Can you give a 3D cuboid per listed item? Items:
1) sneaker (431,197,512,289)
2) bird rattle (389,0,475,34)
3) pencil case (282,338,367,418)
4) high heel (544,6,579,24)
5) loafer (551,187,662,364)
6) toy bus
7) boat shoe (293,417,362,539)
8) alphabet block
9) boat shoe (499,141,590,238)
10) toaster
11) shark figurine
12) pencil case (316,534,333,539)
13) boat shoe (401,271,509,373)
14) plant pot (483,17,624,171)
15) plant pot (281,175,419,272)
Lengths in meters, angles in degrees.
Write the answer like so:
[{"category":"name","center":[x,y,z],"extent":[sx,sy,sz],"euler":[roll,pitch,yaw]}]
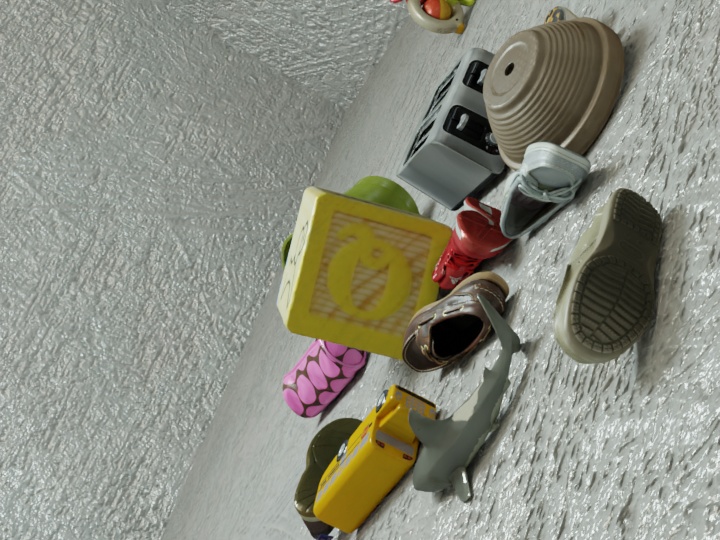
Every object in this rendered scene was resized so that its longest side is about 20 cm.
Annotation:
[{"category":"sneaker","center":[0.138,-0.015,1.610],"extent":[0.200,0.078,0.116],"euler":[-50,-17,-74]},{"category":"bird rattle","center":[0.158,-0.587,2.807],"extent":[0.113,0.198,0.164],"euler":[-54,36,42]},{"category":"pencil case","center":[-0.064,0.162,2.094],"extent":[0.200,0.093,0.091],"euler":[-53,12,47]},{"category":"high heel","center":[0.247,-0.266,1.669],"extent":[0.143,0.071,0.200],"euler":[-54,19,8]},{"category":"loafer","center":[0.208,0.014,1.094],"extent":[0.068,0.075,0.201],"euler":[-54,3,46]},{"category":"toy bus","center":[0.016,0.226,1.542],"extent":[0.200,0.065,0.079],"euler":[-55,12,39]},{"category":"boat shoe","center":[-0.038,0.274,1.701],"extent":[0.201,0.071,0.067],"euler":[-64,-27,-56]},{"category":"alphabet block","center":[0.000,0.000,1.782],"extent":[0.200,0.194,0.197],"euler":[-132,55,-80]},{"category":"boat shoe","center":[0.201,-0.089,1.436],"extent":[0.202,0.074,0.065],"euler":[135,156,-74]},{"category":"toaster","center":[0.153,-0.202,1.874],"extent":[0.182,0.118,0.200],"euler":[-65,9,-24]},{"category":"shark figurine","center":[0.096,0.140,1.295],"extent":[0.216,0.089,0.128],"euler":[-62,10,10]},{"category":"pencil case","center":[-0.082,0.404,1.514],"extent":[0.201,0.087,0.088],"euler":[-58,10,30]},{"category":"boat shoe","center":[0.100,0.073,1.505],"extent":[0.200,0.070,0.071],"euler":[-51,10,51]},{"category":"plant pot","center":[0.209,-0.217,1.516],"extent":[0.201,0.092,0.202],"euler":[-42,36,41]},{"category":"plant pot","center":[0.001,-0.049,2.121],"extent":[0.193,0.200,0.201],"euler":[-54,3,-38]}]
